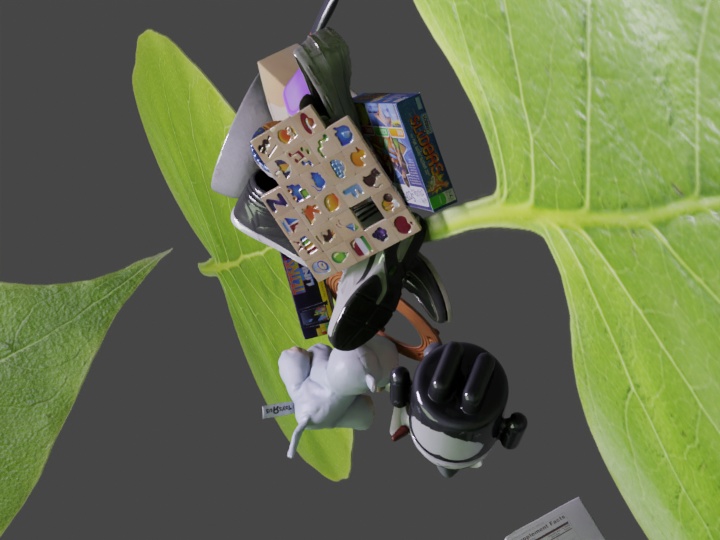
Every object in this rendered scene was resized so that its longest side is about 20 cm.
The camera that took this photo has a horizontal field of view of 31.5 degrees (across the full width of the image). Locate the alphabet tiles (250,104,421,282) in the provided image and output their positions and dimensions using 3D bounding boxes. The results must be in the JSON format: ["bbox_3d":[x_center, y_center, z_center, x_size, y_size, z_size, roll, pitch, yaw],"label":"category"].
[{"bbox_3d":[-0.043,-0.098,1.567,0.201,0.166,0.008,56,-149,-14],"label":"alphabet tiles"}]

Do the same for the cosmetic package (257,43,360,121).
[{"bbox_3d":[-0.063,-0.219,1.738,0.200,0.070,0.106,46,157,51],"label":"cosmetic package"}]

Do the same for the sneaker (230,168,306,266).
[{"bbox_3d":[-0.078,-0.071,1.732,0.198,0.071,0.100,23,136,3],"label":"sneaker"}]

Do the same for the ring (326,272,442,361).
[{"bbox_3d":[0.037,0.062,1.803,0.199,0.019,0.201,33,159,14],"label":"ring"}]

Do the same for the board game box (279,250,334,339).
[{"bbox_3d":[-0.087,-0.022,1.896,0.166,0.056,0.202,-107,3,-72],"label":"board game box"}]

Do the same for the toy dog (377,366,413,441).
[{"bbox_3d":[0.063,0.211,1.926,0.133,0.095,0.200,67,165,-4],"label":"toy dog"}]

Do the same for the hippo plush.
[{"bbox_3d":[-0.037,0.142,1.848,0.160,0.199,0.161,54,128,22],"label":"hippo plush"}]

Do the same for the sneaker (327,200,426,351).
[{"bbox_3d":[0.000,0.000,1.662,0.075,0.202,0.115,27,-176,-40],"label":"sneaker"}]

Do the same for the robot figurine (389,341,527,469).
[{"bbox_3d":[0.122,0.172,1.609,0.151,0.124,0.201,57,163,27],"label":"robot figurine"}]

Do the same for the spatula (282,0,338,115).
[{"bbox_3d":[-0.060,-0.279,1.616,0.201,0.020,0.057,115,147,-46],"label":"spatula"}]

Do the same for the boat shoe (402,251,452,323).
[{"bbox_3d":[0.054,0.002,1.697,0.201,0.062,0.073,56,162,32],"label":"boat shoe"}]

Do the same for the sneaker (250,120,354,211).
[{"bbox_3d":[-0.077,-0.118,1.670,0.200,0.075,0.089,49,169,40],"label":"sneaker"}]

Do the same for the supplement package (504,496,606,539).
[{"bbox_3d":[0.258,0.394,1.514,0.201,0.109,0.114,59,163,24],"label":"supplement package"}]

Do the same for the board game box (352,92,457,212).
[{"bbox_3d":[0.045,-0.146,1.549,0.137,0.034,0.200,70,165,-15],"label":"board game box"}]

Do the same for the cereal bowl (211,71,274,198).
[{"bbox_3d":[-0.148,-0.195,1.916,0.083,0.202,0.200,25,160,0],"label":"cereal bowl"}]

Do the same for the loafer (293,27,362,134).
[{"bbox_3d":[-0.043,-0.203,1.562,0.070,0.069,0.201,49,159,43],"label":"loafer"}]

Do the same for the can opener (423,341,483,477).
[{"bbox_3d":[0.126,0.195,1.756,0.052,0.066,0.202,11,123,44],"label":"can opener"}]

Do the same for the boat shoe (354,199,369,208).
[{"bbox_3d":[-0.042,-0.121,1.830,0.200,0.071,0.066,-129,18,-58],"label":"boat shoe"}]
